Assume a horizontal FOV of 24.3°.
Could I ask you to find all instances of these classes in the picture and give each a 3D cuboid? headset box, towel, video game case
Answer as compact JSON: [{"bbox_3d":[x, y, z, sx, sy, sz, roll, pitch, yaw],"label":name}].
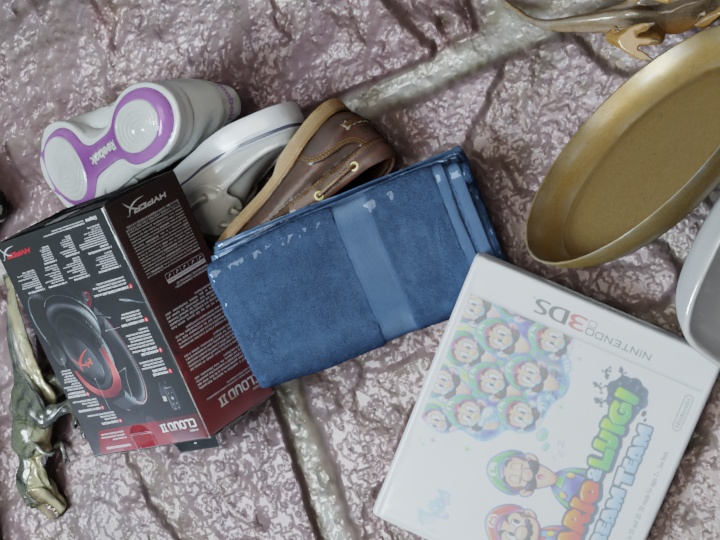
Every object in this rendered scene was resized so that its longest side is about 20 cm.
[{"bbox_3d":[-0.162,0.045,1.223,0.148,0.075,0.201,-15,103,46],"label":"headset box"},{"bbox_3d":[0.000,0.000,1.176,0.199,0.049,0.112,-22,102,-1],"label":"towel"},{"bbox_3d":[0.126,0.114,1.150,0.181,0.024,0.201,23,101,8],"label":"video game case"}]

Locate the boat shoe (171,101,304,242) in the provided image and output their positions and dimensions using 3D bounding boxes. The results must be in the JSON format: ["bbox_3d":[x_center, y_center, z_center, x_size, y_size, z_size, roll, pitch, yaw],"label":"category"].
[{"bbox_3d":[-0.111,-0.051,1.248,0.199,0.072,0.066,-34,80,22],"label":"boat shoe"}]

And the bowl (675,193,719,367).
[{"bbox_3d":[0.299,-0.017,1.030,0.199,0.075,0.201,22,104,-18],"label":"bowl"}]

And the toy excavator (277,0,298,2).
[{"bbox_3d":[-0.086,-0.317,1.229,0.194,0.100,0.201,24,113,24],"label":"toy excavator"}]

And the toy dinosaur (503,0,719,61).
[{"bbox_3d":[0.184,-0.168,1.110,0.199,0.106,0.061,-6,95,17],"label":"toy dinosaur"}]

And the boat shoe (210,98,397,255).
[{"bbox_3d":[-0.051,-0.027,1.220,0.070,0.070,0.200,42,108,19],"label":"boat shoe"}]

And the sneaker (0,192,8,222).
[{"bbox_3d":[-0.389,-0.070,1.367,0.200,0.076,0.116,44,105,14],"label":"sneaker"}]

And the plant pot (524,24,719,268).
[{"bbox_3d":[0.186,-0.075,1.068,0.027,0.200,0.200,40,110,-18],"label":"plant pot"}]

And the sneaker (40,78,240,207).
[{"bbox_3d":[-0.169,-0.095,1.275,0.199,0.099,0.075,-15,93,46],"label":"sneaker"}]

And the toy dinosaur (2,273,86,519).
[{"bbox_3d":[-0.247,0.096,1.326,0.088,0.047,0.202,-10,84,30],"label":"toy dinosaur"}]
